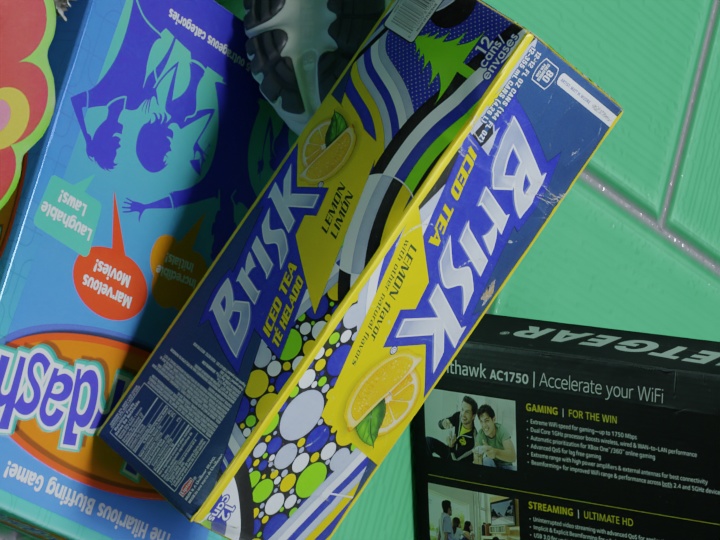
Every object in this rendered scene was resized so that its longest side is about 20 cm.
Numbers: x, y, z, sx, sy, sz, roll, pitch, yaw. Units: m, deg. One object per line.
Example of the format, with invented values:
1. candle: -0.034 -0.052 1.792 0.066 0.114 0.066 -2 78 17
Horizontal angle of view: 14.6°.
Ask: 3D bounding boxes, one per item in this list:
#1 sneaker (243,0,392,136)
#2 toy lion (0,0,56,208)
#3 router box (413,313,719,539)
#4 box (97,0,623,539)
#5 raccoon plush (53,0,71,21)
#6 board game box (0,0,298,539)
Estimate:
1. sneaker: -0.004 -0.128 1.055 0.080 0.077 0.201 42 45 -53
2. toy lion: -0.182 -0.070 0.842 0.199 0.069 0.193 -20 125 -33
3. router box: 0.113 0.103 1.160 0.051 0.199 0.150 -16 107 -49
4. box: 0.000 0.000 0.974 0.200 0.064 0.070 -55 140 2
5. raccoon plush: -0.061 -0.160 0.911 0.097 0.199 0.135 -86 167 -53
6. board game box: -0.086 0.000 1.009 0.152 0.045 0.201 31 71 -51
